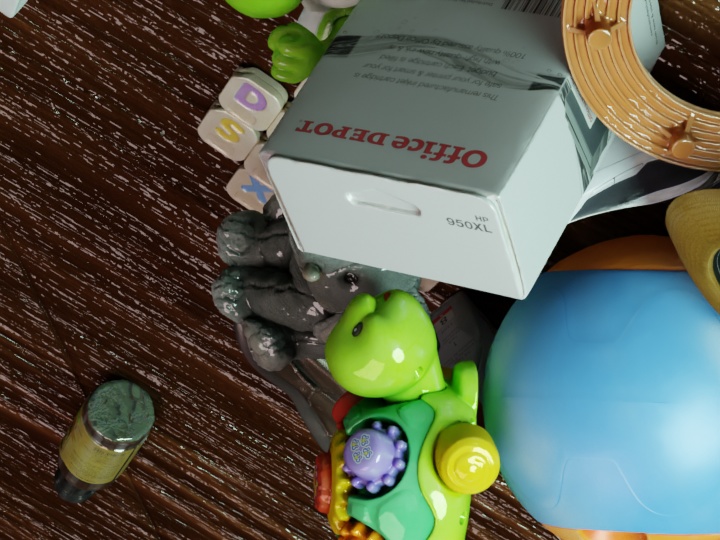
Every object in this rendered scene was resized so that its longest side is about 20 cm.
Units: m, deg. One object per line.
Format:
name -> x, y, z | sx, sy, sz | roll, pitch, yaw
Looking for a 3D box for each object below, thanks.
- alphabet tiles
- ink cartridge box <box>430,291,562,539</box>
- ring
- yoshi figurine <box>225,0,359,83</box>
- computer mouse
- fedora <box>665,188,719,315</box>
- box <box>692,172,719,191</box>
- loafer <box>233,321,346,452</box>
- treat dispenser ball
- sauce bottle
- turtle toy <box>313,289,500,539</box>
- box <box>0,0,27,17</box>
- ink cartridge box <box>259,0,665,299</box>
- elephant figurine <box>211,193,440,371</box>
alphabet tiles -> -0.016, -0.060, 1.415 | 0.200, 0.015, 0.196 | 35, 148, -6
ink cartridge box -> 0.120, 0.117, 1.407 | 0.162, 0.050, 0.200 | 48, -175, -26
ring -> 0.200, -0.128, 1.033 | 0.200, 0.019, 0.201 | -2, 129, -2
yoshi figurine -> -0.034, -0.147, 1.223 | 0.112, 0.112, 0.200 | 21, 145, 28
computer mouse -> 0.107, -0.061, 1.174 | 0.110, 0.200, 0.044 | -122, 19, -50
fedora -> 0.255, -0.001, 1.090 | 0.201, 0.082, 0.201 | 38, 167, 10
box -> 0.306, -0.011, 1.178 | 0.200, 0.049, 0.161 | 36, 146, -9
loafer -> -0.026, 0.063, 1.556 | 0.071, 0.073, 0.200 | -6, 139, 31
treat dispenser ball -> 0.175, 0.079, 1.269 | 0.201, 0.201, 0.201 | 22, 148, 15
sauce bottle -> -0.237, 0.160, 1.866 | 0.065, 0.065, 0.200 | 33, 147, -4
turtle toy -> 0.024, 0.108, 1.265 | 0.101, 0.146, 0.200 | 2, 105, -7
box -> -0.221, -0.284, 1.162 | 0.199, 0.131, 0.200 | 35, 148, -6
ink cartridge box -> 0.059, -0.093, 1.125 | 0.145, 0.200, 0.084 | 12, 143, 29
elephant figurine -> 0.000, 0.000, 1.335 | 0.200, 0.155, 0.142 | -13, 104, 57
